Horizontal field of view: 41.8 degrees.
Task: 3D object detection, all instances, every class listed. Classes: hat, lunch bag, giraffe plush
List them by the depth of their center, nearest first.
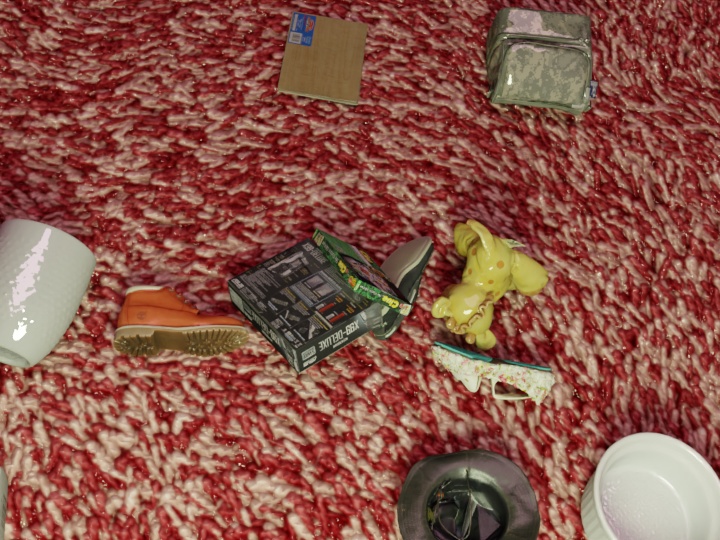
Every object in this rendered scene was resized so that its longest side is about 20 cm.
[{"bbox_3d":[0.147,0.350,1.311,0.197,0.081,0.203,1,55,-1],"label":"hat"},{"bbox_3d":[0.188,0.031,1.478,0.171,0.200,0.164,31,88,5],"label":"giraffe plush"},{"bbox_3d":[0.334,-0.380,1.755,0.196,0.140,0.171,6,74,-6],"label":"lunch bag"}]

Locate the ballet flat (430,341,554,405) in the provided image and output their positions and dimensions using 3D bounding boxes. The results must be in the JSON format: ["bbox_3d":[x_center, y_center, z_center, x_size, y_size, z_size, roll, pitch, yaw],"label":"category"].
[{"bbox_3d":[0.199,0.161,1.443,0.196,0.076,0.065,13,91,4],"label":"ballet flat"}]

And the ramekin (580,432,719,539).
[{"bbox_3d":[0.413,0.345,1.349,0.197,0.098,0.203,5,58,-7],"label":"ramekin"}]

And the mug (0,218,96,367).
[{"bbox_3d":[-0.500,0.039,1.358,0.197,0.148,0.178,1,61,27],"label":"mug"}]

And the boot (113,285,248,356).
[{"bbox_3d":[-0.264,0.068,1.413,0.196,0.076,0.109,3,54,-7],"label":"boot"}]

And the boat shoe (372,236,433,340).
[{"bbox_3d":[0.064,0.024,1.509,0.071,0.068,0.201,-3,41,40],"label":"boat shoe"}]

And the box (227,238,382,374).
[{"bbox_3d":[-0.086,0.047,1.427,0.156,0.050,0.200,-29,46,-25],"label":"box"}]

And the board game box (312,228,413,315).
[{"bbox_3d":[0.000,0.000,1.437,0.104,0.024,0.200,24,14,-28],"label":"board game box"}]

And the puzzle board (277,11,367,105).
[{"bbox_3d":[-0.068,-0.396,1.758,0.148,0.017,0.203,9,58,-3],"label":"puzzle board"}]

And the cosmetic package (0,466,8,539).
[{"bbox_3d":[-0.562,0.314,1.210,0.196,0.074,0.103,-1,58,-12],"label":"cosmetic package"}]
